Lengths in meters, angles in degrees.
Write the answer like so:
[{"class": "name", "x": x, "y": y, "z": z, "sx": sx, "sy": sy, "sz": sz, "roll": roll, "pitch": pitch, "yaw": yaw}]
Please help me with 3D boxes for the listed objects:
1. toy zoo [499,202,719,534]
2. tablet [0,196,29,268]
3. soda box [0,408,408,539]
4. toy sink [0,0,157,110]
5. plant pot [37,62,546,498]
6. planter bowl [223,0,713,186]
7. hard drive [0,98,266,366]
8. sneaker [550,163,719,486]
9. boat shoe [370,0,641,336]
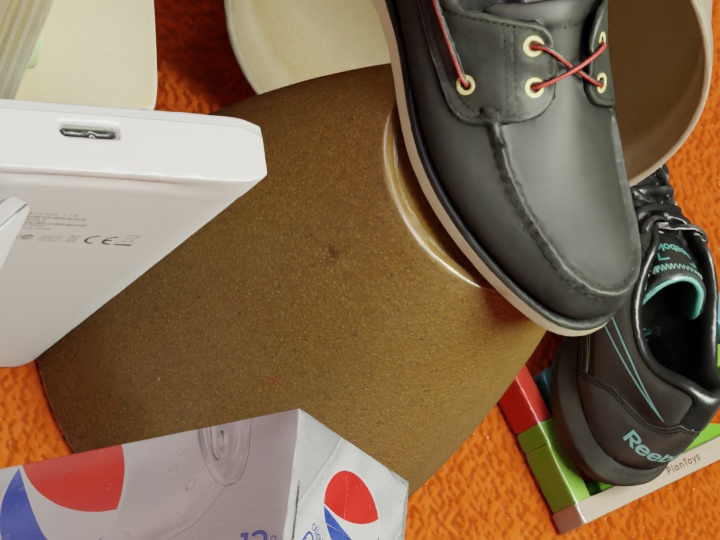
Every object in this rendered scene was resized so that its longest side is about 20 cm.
[{"class": "toy zoo", "x": 0.097, "y": 0.003, "z": 1.253, "sx": 0.131, "sy": 0.020, "sz": 0.201, "roll": -21, "pitch": 82, "yaw": -36}, {"class": "tablet", "x": -0.179, "y": 0.060, "z": 0.949, "sx": 0.014, "sy": 0.200, "sz": 0.130, "roll": 43, "pitch": 53, "yaw": 7}, {"class": "soda box", "x": -0.083, "y": 0.103, "z": 0.984, "sx": 0.068, "sy": 0.199, "sz": 0.064, "roll": 35, "pitch": 52, "yaw": -44}, {"class": "toy sink", "x": -0.157, "y": -0.135, "z": 0.973, "sx": 0.199, "sy": 0.112, "sz": 0.131, "roll": 5, "pitch": 61, "yaw": -18}, {"class": "plant pot", "x": 0.000, "y": 0.000, "z": 1.084, "sx": 0.186, "sy": 0.200, "sz": 0.187, "roll": 13, "pitch": 64, "yaw": -28}, {"class": "planter bowl", "x": 0.054, "y": -0.140, "z": 1.171, "sx": 0.200, "sy": 0.200, "sz": 0.135, "roll": 30, "pitch": 48, "yaw": -18}, {"class": "hard drive", "x": -0.137, "y": -0.009, "z": 1.001, "sx": 0.131, "sy": 0.200, "sz": 0.027, "roll": 2, "pitch": 68, "yaw": -31}, {"class": "sneaker", "x": 0.122, "y": -0.011, "z": 1.212, "sx": 0.075, "sy": 0.079, "sz": 0.201, "roll": 5, "pitch": 66, "yaw": -28}, {"class": "boat shoe", "x": 0.052, "y": -0.077, "z": 0.987, "sx": 0.073, "sy": 0.063, "sz": 0.202, "roll": -12, "pitch": 79, "yaw": -37}]
